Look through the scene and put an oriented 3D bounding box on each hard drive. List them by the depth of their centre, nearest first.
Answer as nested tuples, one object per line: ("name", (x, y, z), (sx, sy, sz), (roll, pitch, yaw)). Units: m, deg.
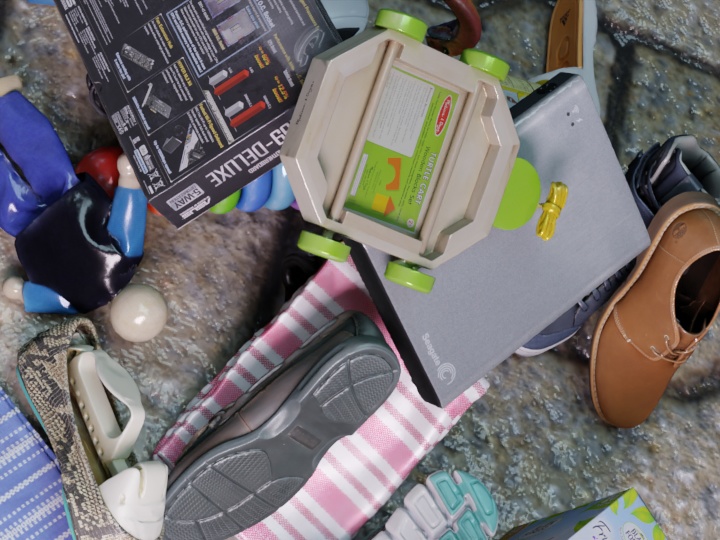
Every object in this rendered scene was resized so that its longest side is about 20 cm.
("hard drive", (0.094, -0.021, 1.293), (0.200, 0.033, 0.140), (-36, 116, -20))

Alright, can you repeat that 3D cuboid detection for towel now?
("towel", (-0.269, 0.142, 1.245), (0.145, 0.024, 0.200), (-36, 86, -28))
("towel", (-0.026, 0.101, 1.312), (0.146, 0.030, 0.200), (43, 89, -4))

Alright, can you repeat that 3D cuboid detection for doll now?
("doll", (-0.198, -0.036, 1.297), (0.200, 0.136, 0.048), (53, 17, 7))

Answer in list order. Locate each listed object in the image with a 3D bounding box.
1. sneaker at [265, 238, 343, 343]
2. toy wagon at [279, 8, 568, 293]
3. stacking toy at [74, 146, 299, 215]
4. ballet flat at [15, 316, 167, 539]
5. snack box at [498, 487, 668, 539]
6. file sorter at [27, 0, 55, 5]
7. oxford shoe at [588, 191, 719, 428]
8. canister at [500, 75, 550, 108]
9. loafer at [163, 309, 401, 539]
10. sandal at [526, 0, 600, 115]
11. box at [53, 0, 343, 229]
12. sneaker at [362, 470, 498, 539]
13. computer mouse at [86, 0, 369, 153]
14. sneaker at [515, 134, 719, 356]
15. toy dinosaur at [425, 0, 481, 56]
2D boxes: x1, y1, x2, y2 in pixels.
("sneaker", (0.000, 0.000, 1.381), (0.098, 0.071, 0.201), (42, 61, -14))
("toy wagon", (0.044, -0.066, 1.211), (0.199, 0.039, 0.156), (20, 89, -33))
("stacking toy", (-0.106, -0.073, 1.363), (0.199, 0.085, 0.086), (-10, 75, -23))
("ballet flat", (-0.164, 0.118, 1.244), (0.068, 0.075, 0.201), (13, 47, -55))
("snack box", (0.091, 0.235, 1.282), (0.200, 0.169, 0.068), (-32, 89, -31))
("file sorter", (-0.134, -0.274, 1.399), (0.199, 0.123, 0.140), (3, 69, -22))
("oxford shoe", (0.218, 0.044, 1.401), (0.071, 0.201, 0.071), (4, 35, -18))
("canister", (0.071, -0.078, 1.361), (0.199, 0.086, 0.149), (11, 62, -35))
("loafer", (-0.058, 0.105, 1.274), (0.072, 0.200, 0.063), (44, 12, -34))
("sandal", (0.145, -0.139, 1.503), (0.059, 0.079, 0.208), (14, 58, -18))
("box", (-0.102, -0.152, 1.268), (0.157, 0.050, 0.201), (-32, 61, 7))
("sneaker", (0.008, 0.218, 1.303), (0.199, 0.091, 0.078), (-32, 75, -11))
("computer mouse", (-0.088, -0.146, 1.312), (0.199, 0.044, 0.110), (-34, 55, 0))
("sneaker", (0.192, -0.023, 1.438), (0.202, 0.146, 0.077), (-41, 92, -29))
("toy dinosaur", (0.004, -0.218, 1.303), (0.199, 0.105, 0.182), (-20, 68, -49))
